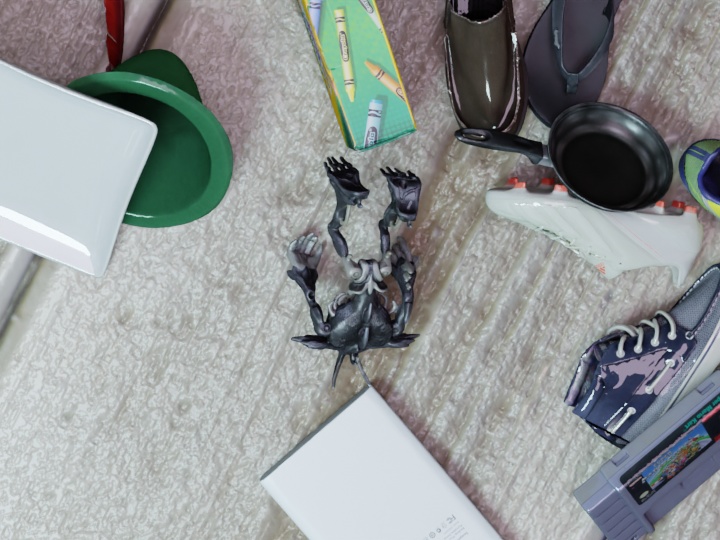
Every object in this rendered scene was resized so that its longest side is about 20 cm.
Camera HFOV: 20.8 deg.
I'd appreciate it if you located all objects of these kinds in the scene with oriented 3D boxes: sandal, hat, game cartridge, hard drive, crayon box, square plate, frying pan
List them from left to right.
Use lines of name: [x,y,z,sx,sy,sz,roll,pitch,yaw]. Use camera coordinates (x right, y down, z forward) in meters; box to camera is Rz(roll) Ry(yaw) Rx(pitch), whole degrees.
square plate: [-0.283,-0.098,1.656,0.197,0.029,0.200,23,134,-5]
hat: [-0.175,-0.166,1.709,0.165,0.176,0.200,11,136,1]
crayon box: [-0.013,-0.205,1.668,0.058,0.119,0.201,-19,96,-2]
hard drive: [0.023,0.220,1.759,0.132,0.027,0.200,-40,98,1]
frying pan: [0.181,-0.087,1.681,0.189,0.031,0.115,-15,63,-23]
sandal: [0.194,-0.221,1.718,0.076,0.043,0.201,17,94,-6]
game cartridge: [0.284,0.161,1.726,0.200,0.130,0.038,-40,62,1]

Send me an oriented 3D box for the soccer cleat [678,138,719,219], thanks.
soccer cleat: [0.364,-0.043,1.728,0.200,0.084,0.065,37,92,-7]

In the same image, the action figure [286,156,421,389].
action figure: [0.000,0.000,1.702,0.118,0.102,0.201,3,122,-12]

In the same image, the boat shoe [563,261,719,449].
boat shoe: [0.260,0.066,1.728,0.092,0.075,0.201,26,97,-18]

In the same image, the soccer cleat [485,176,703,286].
soccer cleat: [0.205,-0.034,1.728,0.199,0.069,0.078,10,98,-8]

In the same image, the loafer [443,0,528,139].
loafer: [0.099,-0.204,1.693,0.073,0.071,0.201,-7,93,14]
